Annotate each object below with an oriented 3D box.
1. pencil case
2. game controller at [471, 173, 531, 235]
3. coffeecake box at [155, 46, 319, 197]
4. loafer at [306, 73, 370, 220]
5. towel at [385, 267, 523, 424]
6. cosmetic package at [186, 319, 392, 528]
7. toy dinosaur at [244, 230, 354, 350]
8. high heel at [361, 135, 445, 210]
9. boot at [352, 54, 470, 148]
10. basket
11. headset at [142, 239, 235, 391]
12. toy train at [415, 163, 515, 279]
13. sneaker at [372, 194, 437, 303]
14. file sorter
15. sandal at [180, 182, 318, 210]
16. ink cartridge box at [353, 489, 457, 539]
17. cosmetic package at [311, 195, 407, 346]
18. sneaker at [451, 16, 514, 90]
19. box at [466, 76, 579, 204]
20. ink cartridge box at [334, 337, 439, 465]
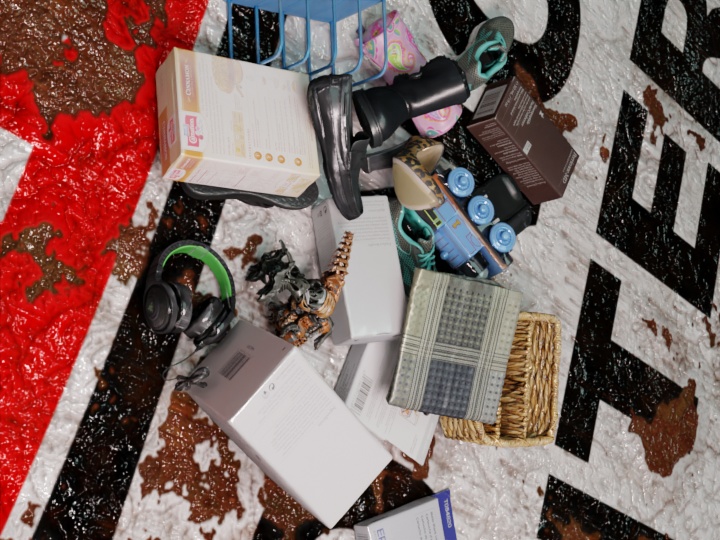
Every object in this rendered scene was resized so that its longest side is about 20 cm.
[{"bbox_3d":[0.074,-0.299,1.649,0.201,0.087,0.088,51,56,-22],"label":"pencil case"},{"bbox_3d":[0.208,-0.083,1.762,0.199,0.042,0.105,-35,92,-38],"label":"game controller"},{"bbox_3d":[-0.161,-0.191,1.404,0.197,0.073,0.157,6,66,-31],"label":"coffeecake box"},{"bbox_3d":[-0.019,-0.164,1.437,0.068,0.069,0.204,-83,161,-65],"label":"loafer"},{"bbox_3d":[0.133,0.105,1.516,0.189,0.034,0.204,13,92,-27],"label":"towel"},{"bbox_3d":[-0.096,0.188,1.341,0.123,0.199,0.200,-47,113,-13],"label":"cosmetic package"},{"bbox_3d":[-0.080,0.033,1.449,0.135,0.102,0.202,35,73,-25],"label":"toy dinosaur"},{"bbox_3d":[0.105,-0.149,1.570,0.140,0.200,0.073,-17,121,-26],"label":"high heel"},{"bbox_3d":[0.075,-0.245,1.520,0.165,0.200,0.078,-19,107,1],"label":"boot"},{"bbox_3d":[0.209,0.160,1.608,0.142,0.147,0.205,1,94,-58],"label":"basket"},{"bbox_3d":[-0.209,0.054,1.349,0.122,0.093,0.204,24,57,-34],"label":"headset"},{"bbox_3d":[0.151,-0.066,1.648,0.114,0.087,0.201,-39,93,-23],"label":"toy train"},{"bbox_3d":[0.080,-0.026,1.605,0.078,0.090,0.202,-46,112,-33],"label":"sneaker"},{"bbox_3d":[-0.073,-0.332,1.494,0.197,0.138,0.126,2,83,-39],"label":"file sorter"},{"bbox_3d":[-0.153,-0.121,1.459,0.197,0.048,0.077,6,71,-25],"label":"sandal"},{"bbox_3d":[0.090,0.444,1.574,0.198,0.040,0.204,-11,90,-40],"label":"ink cartridge box"},{"bbox_3d":[0.000,0.000,1.520,0.100,0.074,0.204,-3,78,-25],"label":"cosmetic package"},{"bbox_3d":[0.212,-0.353,1.756,0.078,0.090,0.201,52,55,-22],"label":"sneaker"},{"bbox_3d":[0.277,-0.217,1.812,0.200,0.074,0.101,44,58,-28],"label":"box"},{"bbox_3d":[0.054,0.159,1.587,0.173,0.043,0.203,39,60,-32],"label":"ink cartridge box"}]
